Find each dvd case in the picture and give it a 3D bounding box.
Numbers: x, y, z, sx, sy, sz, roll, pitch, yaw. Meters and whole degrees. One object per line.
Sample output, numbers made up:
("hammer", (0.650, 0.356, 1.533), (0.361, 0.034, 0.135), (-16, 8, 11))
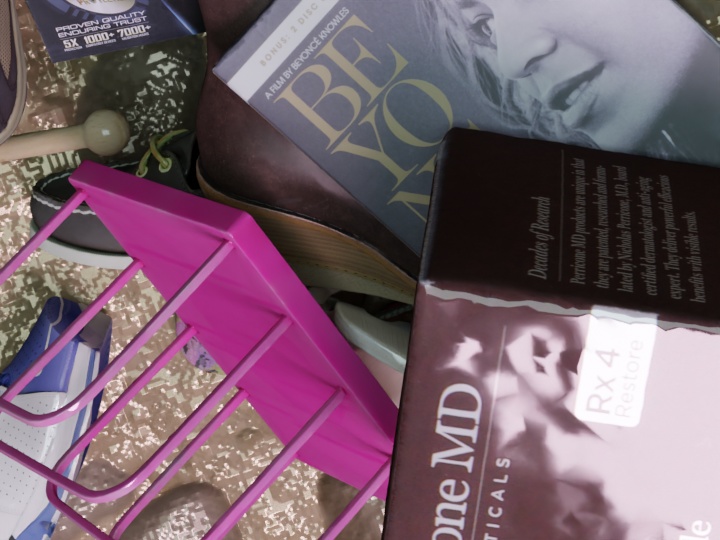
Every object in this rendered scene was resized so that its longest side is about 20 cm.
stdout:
("dvd case", (0.062, -0.067, 0.901), (0.200, 0.016, 0.149), (42, 109, -7))

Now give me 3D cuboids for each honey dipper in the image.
("honey dipper", (-0.205, -0.054, 1.080), (0.200, 0.038, 0.038), (-8, 99, 16))

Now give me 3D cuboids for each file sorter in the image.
("file sorter", (-0.074, 0.074, 0.995), (0.125, 0.139, 0.200), (-48, 124, -17))

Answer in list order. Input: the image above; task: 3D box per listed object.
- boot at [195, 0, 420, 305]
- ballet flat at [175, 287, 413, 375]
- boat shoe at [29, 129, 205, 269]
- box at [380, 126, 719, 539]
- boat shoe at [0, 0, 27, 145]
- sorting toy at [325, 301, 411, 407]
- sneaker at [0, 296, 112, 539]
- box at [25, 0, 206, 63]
("boot", (0.027, -0.065, 0.948), (0.199, 0.072, 0.167), (0, 126, 3))
("ballet flat", (0.000, 0.000, 1.091), (0.200, 0.071, 0.069), (-20, 97, 4))
("boat shoe", (-0.069, -0.040, 1.065), (0.201, 0.072, 0.061), (1, 122, 19))
("box", (0.113, 0.060, 0.846), (0.199, 0.164, 0.166), (8, 113, 2))
("boat shoe", (-0.186, -0.146, 0.979), (0.074, 0.073, 0.200), (-12, 100, 0))
("sorting toy", (0.050, 0.067, 1.042), (0.180, 0.200, 0.107), (27, 75, -14))
("sneaker", (-0.201, 0.104, 1.106), (0.115, 0.081, 0.200), (20, 100, -4))
("box", (-0.078, -0.210, 0.999), (0.163, 0.086, 0.200), (-11, 60, 2))
